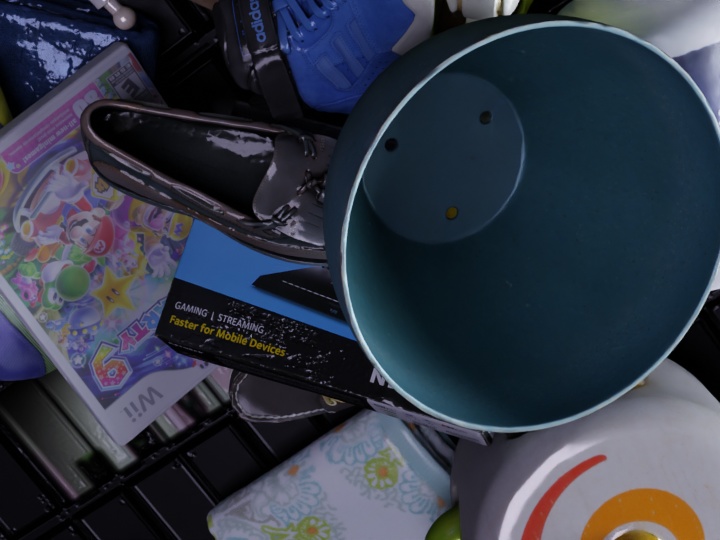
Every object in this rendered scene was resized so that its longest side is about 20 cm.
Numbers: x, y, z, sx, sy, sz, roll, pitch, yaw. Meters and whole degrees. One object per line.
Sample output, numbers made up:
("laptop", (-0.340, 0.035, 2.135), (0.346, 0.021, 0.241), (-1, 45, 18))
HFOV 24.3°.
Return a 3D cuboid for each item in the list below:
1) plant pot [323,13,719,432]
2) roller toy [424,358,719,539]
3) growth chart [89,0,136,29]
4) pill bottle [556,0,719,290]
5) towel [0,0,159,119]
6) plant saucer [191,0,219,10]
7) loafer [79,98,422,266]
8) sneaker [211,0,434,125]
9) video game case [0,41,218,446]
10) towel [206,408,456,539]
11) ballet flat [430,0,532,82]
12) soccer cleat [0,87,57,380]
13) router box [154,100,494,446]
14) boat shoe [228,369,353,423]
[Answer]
("plant pot", (0.064, -0.039, 0.835), (0.199, 0.135, 0.201), (-7, 112, -18))
("roller toy", (0.149, 0.143, 0.977), (0.182, 0.140, 0.201), (21, 102, -10))
("growth chart", (-0.123, -0.249, 0.938), (0.144, 0.018, 0.200), (37, 105, -5))
("pill bottle", (0.165, -0.097, 0.906), (0.110, 0.111, 0.201), (-10, 111, 15))
("towel", (-0.189, -0.071, 1.024), (0.111, 0.049, 0.201), (16, 115, 4))
("plant saucer", (-0.030, -0.196, 0.891), (0.199, 0.030, 0.200), (1, 155, 1))
("loafer", (-0.061, -0.050, 0.916), (0.199, 0.063, 0.072), (14, 82, 8))
("sneaker", (-0.023, -0.140, 0.886), (0.110, 0.200, 0.077), (-7, 71, -5))
("video game case", (-0.143, -0.013, 0.990), (0.143, 0.018, 0.200), (-40, 119, -15))
("towel", (0.021, 0.194, 1.096), (0.171, 0.048, 0.200), (-35, 102, 22))
("ballet flat", (0.065, -0.147, 0.874), (0.066, 0.067, 0.200), (15, 154, 4))
("soccer cleat", (-0.207, -0.032, 0.996), (0.083, 0.065, 0.201), (-10, 110, -16))
("router box", (0.000, 0.000, 0.959), (0.199, 0.051, 0.150), (15, 78, 13))
("boat shoe", (-0.003, 0.047, 1.029), (0.200, 0.061, 0.072), (-27, 106, 21))
